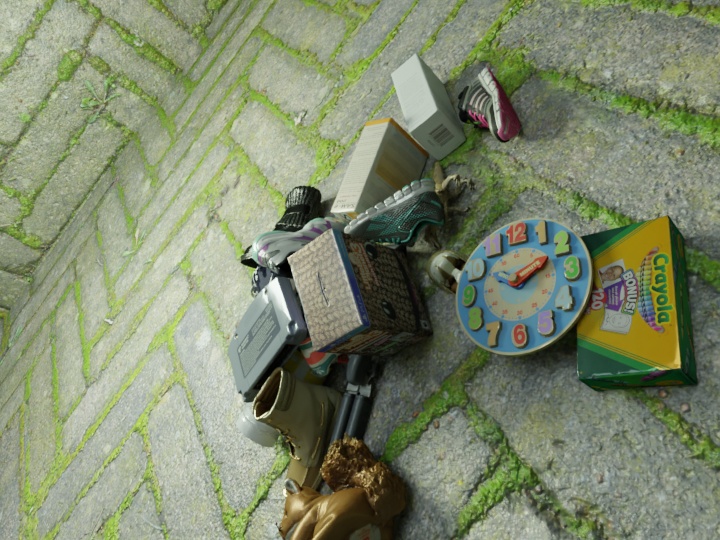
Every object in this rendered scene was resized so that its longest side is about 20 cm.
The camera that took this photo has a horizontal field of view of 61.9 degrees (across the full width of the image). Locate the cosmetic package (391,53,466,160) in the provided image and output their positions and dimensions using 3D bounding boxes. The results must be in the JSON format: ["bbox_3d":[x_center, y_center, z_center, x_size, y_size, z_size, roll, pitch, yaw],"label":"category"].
[{"bbox_3d":[0.130,-0.322,1.174,0.074,0.102,0.201,-35,43,24],"label":"cosmetic package"}]

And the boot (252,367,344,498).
[{"bbox_3d":[-0.118,0.273,0.988,0.073,0.155,0.201,7,70,48],"label":"boot"}]

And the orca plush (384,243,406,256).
[{"bbox_3d":[0.000,0.000,1.116,0.199,0.105,0.072,-11,94,19],"label":"orca plush"}]

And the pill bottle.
[{"bbox_3d":[-0.138,0.211,1.086,0.201,0.112,0.112,-57,39,-1],"label":"pill bottle"}]

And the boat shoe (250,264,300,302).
[{"bbox_3d":[-0.172,0.062,1.127,0.092,0.075,0.201,20,73,16],"label":"boat shoe"}]

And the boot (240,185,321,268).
[{"bbox_3d":[-0.177,-0.093,1.355,0.210,0.079,0.159,-14,61,28],"label":"boot"}]

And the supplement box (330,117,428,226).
[{"bbox_3d":[0.039,-0.170,1.146,0.073,0.126,0.201,4,67,47],"label":"supplement box"}]

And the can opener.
[{"bbox_3d":[-0.016,0.219,0.996,0.052,0.066,0.201,-1,69,44],"label":"can opener"}]

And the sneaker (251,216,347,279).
[{"bbox_3d":[-0.078,-0.028,1.068,0.140,0.199,0.078,36,136,45],"label":"sneaker"}]

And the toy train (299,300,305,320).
[{"bbox_3d":[-0.147,0.121,1.186,0.114,0.085,0.201,31,89,42],"label":"toy train"}]

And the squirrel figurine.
[{"bbox_3d":[-0.034,0.353,0.892,0.186,0.142,0.200,-2,49,57],"label":"squirrel figurine"}]

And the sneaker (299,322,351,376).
[{"bbox_3d":[-0.036,0.110,1.054,0.070,0.094,0.200,-17,13,38],"label":"sneaker"}]

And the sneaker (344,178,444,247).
[{"bbox_3d":[0.056,-0.073,1.030,0.199,0.078,0.092,-31,78,16],"label":"sneaker"}]

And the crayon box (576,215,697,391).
[{"bbox_3d":[0.336,0.043,0.743,0.118,0.058,0.201,-15,54,41],"label":"crayon box"}]

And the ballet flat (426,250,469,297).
[{"bbox_3d":[0.156,0.009,0.951,0.071,0.071,0.200,-53,39,5],"label":"ballet flat"}]

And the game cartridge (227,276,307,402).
[{"bbox_3d":[-0.162,0.113,1.020,0.200,0.041,0.134,-52,40,30],"label":"game cartridge"}]

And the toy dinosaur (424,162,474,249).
[{"bbox_3d":[0.145,-0.140,1.069,0.101,0.058,0.201,-18,53,40],"label":"toy dinosaur"}]

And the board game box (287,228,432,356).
[{"bbox_3d":[0.003,0.042,0.952,0.097,0.200,0.160,-31,65,28],"label":"board game box"}]

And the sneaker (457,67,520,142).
[{"bbox_3d":[0.222,-0.281,1.073,0.087,0.074,0.201,-34,39,26],"label":"sneaker"}]

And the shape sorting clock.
[{"bbox_3d":[0.214,0.018,0.813,0.199,0.039,0.201,-26,46,31],"label":"shape sorting clock"}]
